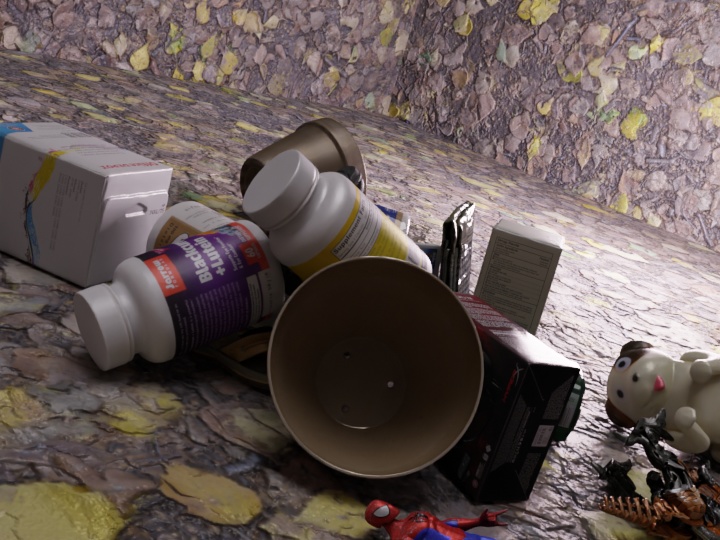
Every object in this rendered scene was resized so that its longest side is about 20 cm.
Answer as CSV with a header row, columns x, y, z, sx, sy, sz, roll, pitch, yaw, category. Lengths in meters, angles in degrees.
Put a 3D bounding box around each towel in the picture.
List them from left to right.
x,y,z,sx,sy,sz,roll,pitch,yaw,category
0.135,0.011,1.267,0.034,0.195,0.200,8,14,13,towel

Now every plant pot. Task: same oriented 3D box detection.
x,y,z,sx,sy,sz,roll,pitch,yaw,category
-0.115,-0.161,1.643,0.172,0.202,0.199,-17,33,-35,plant pot
0.007,0.101,0.891,0.198,0.202,0.135,15,-16,-3,plant pot

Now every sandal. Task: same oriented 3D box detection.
x,y,z,sx,sy,sz,roll,pitch,yaw,category
-0.119,0.083,1.010,0.198,0.055,0.080,22,17,18,sandal

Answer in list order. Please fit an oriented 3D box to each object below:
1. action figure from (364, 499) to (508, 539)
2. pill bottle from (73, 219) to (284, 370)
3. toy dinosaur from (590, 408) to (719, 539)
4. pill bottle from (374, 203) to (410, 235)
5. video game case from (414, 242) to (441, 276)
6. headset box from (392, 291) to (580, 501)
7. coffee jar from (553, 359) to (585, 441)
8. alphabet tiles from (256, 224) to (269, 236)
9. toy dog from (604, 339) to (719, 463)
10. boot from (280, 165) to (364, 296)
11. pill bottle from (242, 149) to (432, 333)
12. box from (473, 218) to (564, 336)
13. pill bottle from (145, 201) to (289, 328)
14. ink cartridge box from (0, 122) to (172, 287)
x,y,z,sx,sy,sz,roll,pitch,yaw,category
0.098,0.230,0.754,0.198,0.052,0.065,16,19,6,action figure
-0.187,0.028,0.952,0.199,0.112,0.111,-23,36,-31,pill bottle
0.312,0.222,0.924,0.199,0.102,0.136,31,18,-47,toy dinosaur
-0.025,-0.066,1.502,0.198,0.112,0.111,16,16,0,pill bottle
0.015,0.032,1.155,0.198,0.145,0.018,4,9,-38,video game case
0.113,0.119,0.949,0.074,0.150,0.200,9,18,-34,headset box
0.159,0.127,1.085,0.198,0.086,0.104,18,18,3,coffee jar
-0.098,-0.047,1.288,0.165,0.008,0.200,-13,-11,12,alphabet tiles
0.411,0.157,1.154,0.198,0.141,0.194,17,3,3,toy dog
-0.001,0.001,1.074,0.200,0.165,0.066,42,-1,-27,boot
-0.025,-0.031,0.955,0.200,0.111,0.111,42,2,-29,pill bottle
0.190,0.044,1.182,0.094,0.202,0.078,19,16,12,box
-0.163,-0.001,1.138,0.199,0.115,0.114,26,19,32,pill bottle
-0.371,-0.090,1.171,0.198,0.148,0.147,21,16,17,ink cartridge box
